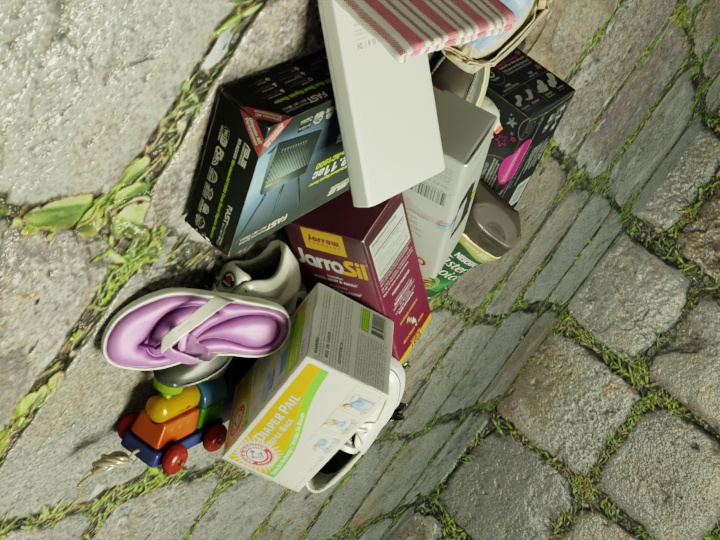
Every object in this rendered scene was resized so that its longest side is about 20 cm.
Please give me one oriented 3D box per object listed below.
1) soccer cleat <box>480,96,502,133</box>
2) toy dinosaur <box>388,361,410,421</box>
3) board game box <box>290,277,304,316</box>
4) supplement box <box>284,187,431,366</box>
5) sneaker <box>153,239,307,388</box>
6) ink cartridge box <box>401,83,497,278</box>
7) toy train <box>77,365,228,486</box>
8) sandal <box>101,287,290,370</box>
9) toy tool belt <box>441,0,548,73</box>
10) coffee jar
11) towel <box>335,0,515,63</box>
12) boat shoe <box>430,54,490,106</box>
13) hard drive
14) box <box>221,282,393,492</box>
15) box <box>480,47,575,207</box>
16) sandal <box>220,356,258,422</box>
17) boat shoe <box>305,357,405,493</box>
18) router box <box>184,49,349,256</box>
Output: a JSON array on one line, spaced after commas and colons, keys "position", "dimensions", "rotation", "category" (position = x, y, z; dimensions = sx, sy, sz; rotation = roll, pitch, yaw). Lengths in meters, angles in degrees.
[{"position": [0.090, -0.151, 1.368], "dimensions": [0.199, 0.078, 0.069], "rotation": [-40, 180, 34], "category": "soccer cleat"}, {"position": [0.003, 0.128, 1.373], "dimensions": [0.202, 0.101, 0.136], "rotation": [-58, -161, 17], "category": "toy dinosaur"}, {"position": [-0.094, 0.045, 1.344], "dimensions": [0.096, 0.030, 0.199], "rotation": [-55, 159, 12], "category": "board game box"}, {"position": [0.000, 0.000, 1.234], "dimensions": [0.086, 0.109, 0.202], "rotation": [-53, 143, -33], "category": "supplement box"}, {"position": [-0.145, 0.038, 1.165], "dimensions": [0.199, 0.074, 0.089], "rotation": [-41, 141, -27], "category": "sneaker"}, {"position": [0.052, -0.107, 1.211], "dimensions": [0.083, 0.144, 0.201], "rotation": [-54, 166, -33], "category": "ink cartridge box"}, {"position": [-0.215, 0.151, 1.181], "dimensions": [0.199, 0.084, 0.117], "rotation": [-21, 135, -56], "category": "toy train"}, {"position": [-0.153, 0.060, 1.086], "dimensions": [0.199, 0.050, 0.084], "rotation": [-6, 113, -31], "category": "sandal"}, {"position": [0.136, -0.301, 1.106], "dimensions": [0.201, 0.124, 0.123], "rotation": [-55, 169, 9], "category": "toy tool belt"}, {"position": [0.103, -0.033, 1.394], "dimensions": [0.104, 0.086, 0.199], "rotation": [32, 132, -31], "category": "coffee jar"}, {"position": [0.036, -0.238, 0.942], "dimensions": [0.199, 0.146, 0.030], "rotation": [-28, 157, -50], "category": "towel"}, {"position": [0.084, -0.176, 1.286], "dimensions": [0.065, 0.073, 0.202], "rotation": [-32, 154, -56], "category": "boat shoe"}, {"position": [0.022, -0.176, 1.029], "dimensions": [0.131, 0.026, 0.204], "rotation": [-29, 115, -48], "category": "hard drive"}, {"position": [-0.058, 0.131, 1.202], "dimensions": [0.200, 0.100, 0.114], "rotation": [-50, -158, 38], "category": "box"}, {"position": [0.168, -0.168, 1.437], "dimensions": [0.132, 0.114, 0.202], "rotation": [-33, 156, -45], "category": "box"}, {"position": [-0.150, 0.120, 1.313], "dimensions": [0.074, 0.045, 0.201], "rotation": [-27, 154, -35], "category": "sandal"}, {"position": [-0.008, 0.183, 1.276], "dimensions": [0.066, 0.073, 0.202], "rotation": [-70, -175, -56], "category": "boat shoe"}, {"position": [-0.066, -0.119, 1.050], "dimensions": [0.199, 0.062, 0.151], "rotation": [-33, 154, -45], "category": "router box"}]
